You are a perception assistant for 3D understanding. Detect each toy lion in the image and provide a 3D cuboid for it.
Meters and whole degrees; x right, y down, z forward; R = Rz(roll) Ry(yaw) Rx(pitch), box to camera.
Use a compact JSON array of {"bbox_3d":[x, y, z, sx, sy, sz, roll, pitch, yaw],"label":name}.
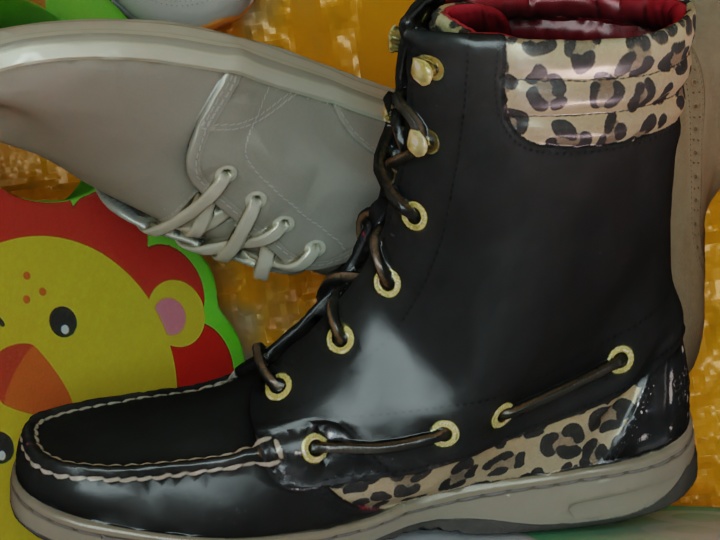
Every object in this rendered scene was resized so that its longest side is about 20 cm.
[{"bbox_3d":[-0.110,0.004,0.799,0.191,0.068,0.201,31,63,-26],"label":"toy lion"}]

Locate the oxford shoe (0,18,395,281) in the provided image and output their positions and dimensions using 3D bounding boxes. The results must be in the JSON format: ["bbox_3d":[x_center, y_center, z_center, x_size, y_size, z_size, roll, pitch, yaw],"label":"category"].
[{"bbox_3d":[-0.035,-0.029,0.779,0.199,0.075,0.058,14,70,-33],"label":"oxford shoe"}]

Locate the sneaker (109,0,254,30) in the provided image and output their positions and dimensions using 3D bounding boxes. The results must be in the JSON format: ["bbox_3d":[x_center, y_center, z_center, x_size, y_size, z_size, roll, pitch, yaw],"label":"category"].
[{"bbox_3d":[-0.081,-0.169,0.811,0.075,0.092,0.201,-18,88,1],"label":"sneaker"}]

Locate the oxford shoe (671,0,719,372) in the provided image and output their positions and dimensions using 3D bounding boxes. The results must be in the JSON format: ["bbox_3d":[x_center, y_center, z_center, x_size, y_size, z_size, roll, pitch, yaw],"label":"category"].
[{"bbox_3d":[0.111,-0.060,0.817,0.074,0.070,0.202,5,91,-5],"label":"oxford shoe"}]

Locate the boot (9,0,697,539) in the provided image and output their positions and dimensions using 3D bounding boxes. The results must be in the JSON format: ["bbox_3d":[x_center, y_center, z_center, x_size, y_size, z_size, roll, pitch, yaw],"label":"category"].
[{"bbox_3d":[0.001,-0.001,0.740,0.202,0.074,0.155,-4,116,-11],"label":"boot"}]

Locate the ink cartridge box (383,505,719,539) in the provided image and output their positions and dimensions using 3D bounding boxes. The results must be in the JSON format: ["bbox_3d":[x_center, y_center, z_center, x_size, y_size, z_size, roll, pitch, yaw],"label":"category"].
[{"bbox_3d":[0.041,0.098,0.733,0.160,0.200,0.051,2,92,14],"label":"ink cartridge box"}]
